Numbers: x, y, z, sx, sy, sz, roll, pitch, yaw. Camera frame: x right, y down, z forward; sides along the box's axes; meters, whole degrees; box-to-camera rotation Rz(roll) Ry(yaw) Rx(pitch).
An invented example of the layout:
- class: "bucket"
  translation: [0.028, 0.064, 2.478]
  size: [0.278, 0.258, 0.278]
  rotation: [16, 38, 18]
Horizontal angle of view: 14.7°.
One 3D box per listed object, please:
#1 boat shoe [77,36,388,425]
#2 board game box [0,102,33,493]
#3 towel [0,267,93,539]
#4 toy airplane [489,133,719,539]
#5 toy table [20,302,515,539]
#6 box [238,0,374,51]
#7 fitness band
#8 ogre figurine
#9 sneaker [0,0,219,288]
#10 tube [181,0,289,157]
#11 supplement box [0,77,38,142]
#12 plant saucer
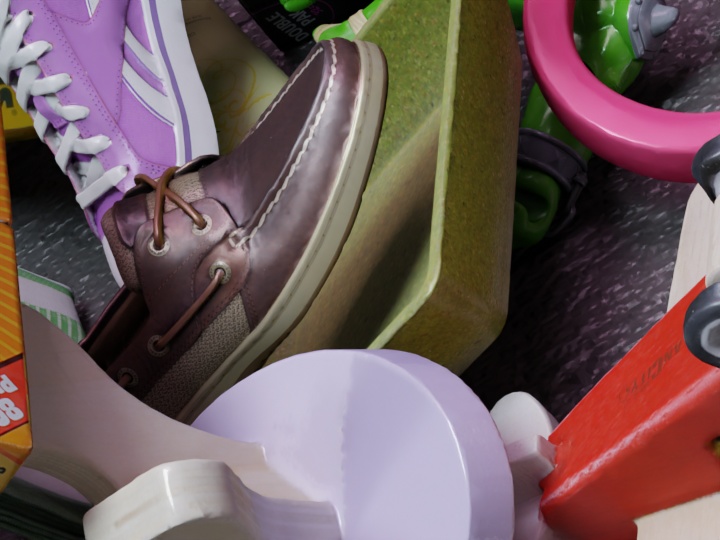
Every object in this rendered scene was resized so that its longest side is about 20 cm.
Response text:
- class: "boat shoe"
  translation: [-0.060, -0.003, 1.006]
  size: [0.200, 0.072, 0.072]
  rotation: [-57, 20, 20]
- class: "board game box"
  translation: [-0.241, 0.022, 0.872]
  size: [0.200, 0.199, 0.200]
  rotation: [-52, 32, 31]
- class: "towel"
  translation: [-0.156, 0.038, 1.090]
  size: [0.023, 0.152, 0.200]
  rotation: [-57, 30, 17]
- class: "toy airplane"
  translation: [0.120, 0.059, 0.873]
  size: [0.200, 0.141, 0.199]
  rotation: [-66, 17, 0]
- class: "toy table"
  translation: [-0.057, 0.095, 0.896]
  size: [0.200, 0.117, 0.184]
  rotation: [-48, 54, 42]
- class: "box"
  translation: [0.005, -0.217, 1.232]
  size: [0.200, 0.149, 0.125]
  rotation: [-27, 62, 8]
- class: "fitness band"
  translation: [0.158, -0.108, 1.048]
  size: [0.200, 0.037, 0.144]
  rotation: [-15, 66, 6]
- class: "ogre figurine"
  translation: [0.049, -0.102, 1.134]
  size: [0.120, 0.098, 0.200]
  rotation: [-39, 30, 2]
- class: "sneaker"
  translation: [-0.126, -0.077, 1.125]
  size: [0.073, 0.114, 0.201]
  rotation: [-33, 65, 53]
- class: "tube"
  translation: [-0.055, -0.069, 1.219]
  size: [0.052, 0.058, 0.200]
  rotation: [-1, 31, -26]
- class: "supplement box"
  translation: [-0.191, -0.107, 1.251]
  size: [0.109, 0.109, 0.200]
  rotation: [-12, 3, -40]
- class: "plant saucer"
  translation: [0.000, 0.000, 1.029]
  size: [0.200, 0.048, 0.200]
  rotation: [-48, 25, 40]
